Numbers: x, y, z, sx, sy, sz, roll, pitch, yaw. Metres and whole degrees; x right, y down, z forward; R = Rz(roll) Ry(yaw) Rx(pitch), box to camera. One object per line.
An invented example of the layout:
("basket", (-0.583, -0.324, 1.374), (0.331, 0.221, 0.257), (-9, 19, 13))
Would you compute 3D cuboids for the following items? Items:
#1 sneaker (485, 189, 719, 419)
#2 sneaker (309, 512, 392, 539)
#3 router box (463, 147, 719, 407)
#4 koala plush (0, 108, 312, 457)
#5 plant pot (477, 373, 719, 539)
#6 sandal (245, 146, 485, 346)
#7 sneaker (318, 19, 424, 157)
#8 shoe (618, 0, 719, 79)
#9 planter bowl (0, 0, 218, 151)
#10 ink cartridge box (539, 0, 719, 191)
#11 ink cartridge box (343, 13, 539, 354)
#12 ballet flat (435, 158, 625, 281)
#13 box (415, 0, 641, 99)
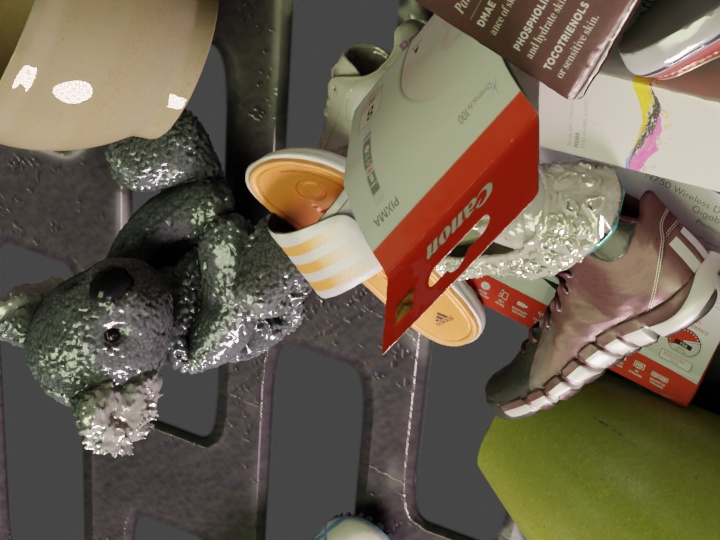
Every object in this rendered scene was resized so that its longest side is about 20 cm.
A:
("sneaker", (0.136, 0.009, 1.489), (0.199, 0.076, 0.116), (-34, 100, 32))
("sneaker", (-0.041, 0.257, 1.851), (0.072, 0.073, 0.200), (45, 132, -8))
("router box", (0.164, -0.026, 1.521), (0.199, 0.049, 0.180), (27, 134, 9))
("koala plush", (-0.153, 0.029, 1.620), (0.177, 0.200, 0.184), (44, 155, 18))
("plant pot", (0.186, 0.155, 1.583), (0.199, 0.187, 0.188), (37, 137, 19))
("sandal", (0.006, -0.003, 1.532), (0.206, 0.060, 0.079), (41, 135, -23))
("sneaker", (0.008, -0.095, 1.555), (0.100, 0.075, 0.200), (56, 134, 6))
("shoe", (0.252, -0.147, 1.316), (0.199, 0.072, 0.091), (-32, 112, 8))
("planter bowl", (-0.177, -0.165, 1.527), (0.134, 0.202, 0.200), (19, 140, -23))
("ink cartridge box", (0.179, -0.119, 1.390), (0.198, 0.117, 0.068), (15, 131, 18))
("ink cartridge box", (0.046, -0.074, 1.363), (0.057, 0.201, 0.163), (30, 129, -15))
("ballet flat", (0.086, -0.028, 1.439), (0.072, 0.072, 0.200), (48, 153, -13))
("box", (0.099, -0.242, 1.303), (0.199, 0.166, 0.165), (32, 136, 3))
